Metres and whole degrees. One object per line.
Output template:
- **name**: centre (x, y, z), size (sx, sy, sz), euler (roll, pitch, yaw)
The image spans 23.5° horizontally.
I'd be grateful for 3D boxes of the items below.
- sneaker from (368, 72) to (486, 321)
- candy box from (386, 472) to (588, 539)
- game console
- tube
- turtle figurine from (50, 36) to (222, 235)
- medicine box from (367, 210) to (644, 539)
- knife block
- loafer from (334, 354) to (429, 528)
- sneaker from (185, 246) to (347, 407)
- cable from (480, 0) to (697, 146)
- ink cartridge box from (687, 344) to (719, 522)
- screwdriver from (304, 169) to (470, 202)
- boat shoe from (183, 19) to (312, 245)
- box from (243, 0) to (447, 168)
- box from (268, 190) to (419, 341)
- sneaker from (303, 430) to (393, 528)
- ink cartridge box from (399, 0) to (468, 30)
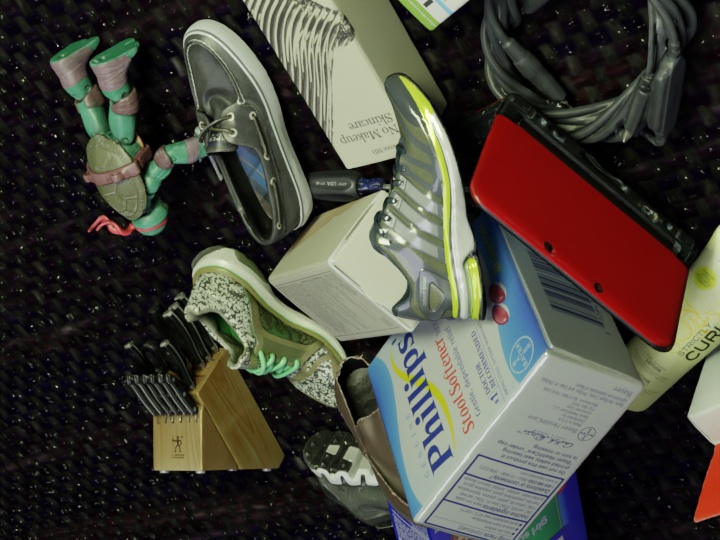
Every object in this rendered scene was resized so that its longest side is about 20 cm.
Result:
- **sneaker**: centre (0.042, -0.051, 1.329), size (0.080, 0.074, 0.202), euler (-13, 96, 2)
- **candy box**: centre (0.122, 0.237, 1.613), size (0.077, 0.168, 0.201), euler (37, 152, 43)
- **game console**: centre (0.152, -0.029, 1.342), size (0.200, 0.119, 0.172), euler (38, 161, -12)
- **tube**: centre (0.273, 0.044, 1.440), size (0.058, 0.052, 0.200), euler (10, 140, -26)
- **turtle figurine**: centre (-0.199, -0.105, 1.526), size (0.149, 0.101, 0.201), euler (-3, 123, 31)
- **medicine box**: centre (0.112, 0.088, 1.414), size (0.102, 0.183, 0.201), euler (19, 122, -29)
- **knife block**: centre (-0.156, 0.115, 1.746), size (0.063, 0.178, 0.199), euler (-3, 174, 32)
- **loafer**: centre (0.027, 0.148, 1.523), size (0.200, 0.073, 0.071), euler (46, 171, 43)
- **sneaker**: centre (-0.094, 0.074, 1.627), size (0.200, 0.089, 0.077), euler (42, 137, -13)
- **cable**: centre (0.167, -0.179, 1.290), size (0.162, 0.051, 0.201), euler (18, 141, 19)
- **ink cartridge box**: centre (0.344, 0.097, 1.355), size (0.044, 0.174, 0.199), euler (45, 135, -17)
- **screwdriver**: centre (0.036, -0.074, 1.468), size (0.198, 0.029, 0.028), euler (-1, 145, 30)
- **boat shoe**: centre (-0.106, -0.112, 1.470), size (0.069, 0.066, 0.201), euler (-3, 119, 36)
- **box**: centre (-0.017, -0.183, 1.365), size (0.082, 0.069, 0.201), euler (-12, 123, 37)
- **box**: centre (0.000, 0.000, 1.461), size (0.095, 0.078, 0.200), euler (40, 166, -12)
- **sneaker**: centre (0.040, 0.220, 1.725), size (0.198, 0.067, 0.091), euler (12, 138, 24)
- **ink cartridge box**: centre (0.071, -0.287, 1.212), size (0.148, 0.076, 0.200), euler (42, 138, -13)
